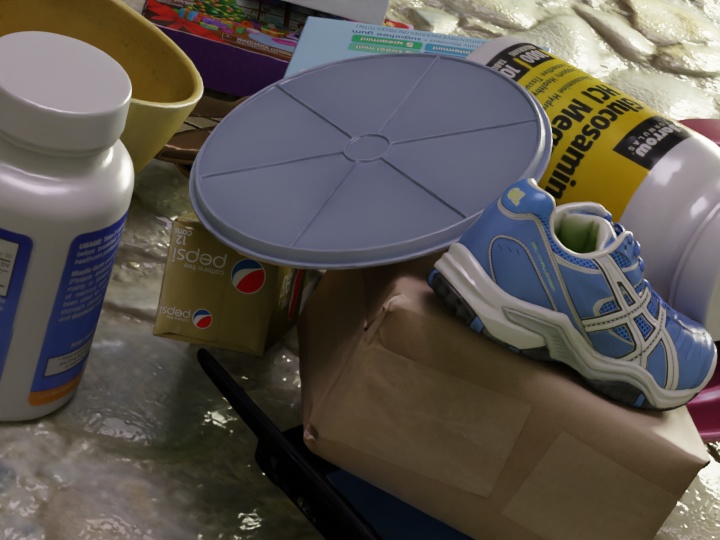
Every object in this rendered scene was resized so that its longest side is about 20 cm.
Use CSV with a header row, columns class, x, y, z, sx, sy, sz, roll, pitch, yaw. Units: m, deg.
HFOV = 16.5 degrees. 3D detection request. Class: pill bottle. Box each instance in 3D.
class,x,y,z,sx,sy,sz,roll,pitch,yaw
pill bottle,0.138,-0.044,1.415,0.199,0.113,0.112,31,33,26
pill bottle,-0.187,-0.026,1.374,0.111,0.201,0.112,14,32,-9

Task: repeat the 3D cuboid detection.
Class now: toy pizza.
class,x,y,z,sx,sy,sz,roll,pitch,yaw
toy pizza,0.006,-0.054,1.347,0.199,0.032,0.201,-7,36,5

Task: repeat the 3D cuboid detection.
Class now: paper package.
class,x,y,z,sx,sy,sz,roll,pitch,yaw
paper package,0.071,0.064,1.361,0.199,0.104,0.191,29,17,-13

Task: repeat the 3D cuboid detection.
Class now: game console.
class,x,y,z,sx,sy,sz,roll,pitch,yaw
game console,0.027,0.114,1.348,0.175,0.117,0.200,-19,47,-31

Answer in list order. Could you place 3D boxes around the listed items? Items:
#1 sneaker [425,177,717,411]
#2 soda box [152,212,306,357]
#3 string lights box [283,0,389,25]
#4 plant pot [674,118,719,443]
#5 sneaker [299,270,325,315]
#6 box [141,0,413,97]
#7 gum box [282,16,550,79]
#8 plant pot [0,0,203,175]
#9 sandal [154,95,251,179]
class,x,y,z,sx,sy,sz,roll,pitch,yaw
sneaker,0.126,0.015,1.285,0.199,0.077,0.076,21,18,-44
soda box,-0.070,0.003,1.437,0.064,0.068,0.200,11,5,4
string lights box,-0.036,-0.235,1.847,0.102,0.059,0.200,15,11,-10
plant pot,0.198,-0.013,1.590,0.199,0.201,0.179,10,17,-14
sneaker,0.000,0.000,1.555,0.080,0.077,0.200,2,34,-23
box,-0.061,-0.163,1.795,0.199,0.039,0.137,15,26,-6
gum box,0.030,-0.095,1.602,0.169,0.045,0.200,8,32,6
plant pot,-0.214,-0.094,1.501,0.199,0.143,0.200,26,19,-10
sandal,-0.088,-0.081,1.660,0.080,0.054,0.200,31,18,25
